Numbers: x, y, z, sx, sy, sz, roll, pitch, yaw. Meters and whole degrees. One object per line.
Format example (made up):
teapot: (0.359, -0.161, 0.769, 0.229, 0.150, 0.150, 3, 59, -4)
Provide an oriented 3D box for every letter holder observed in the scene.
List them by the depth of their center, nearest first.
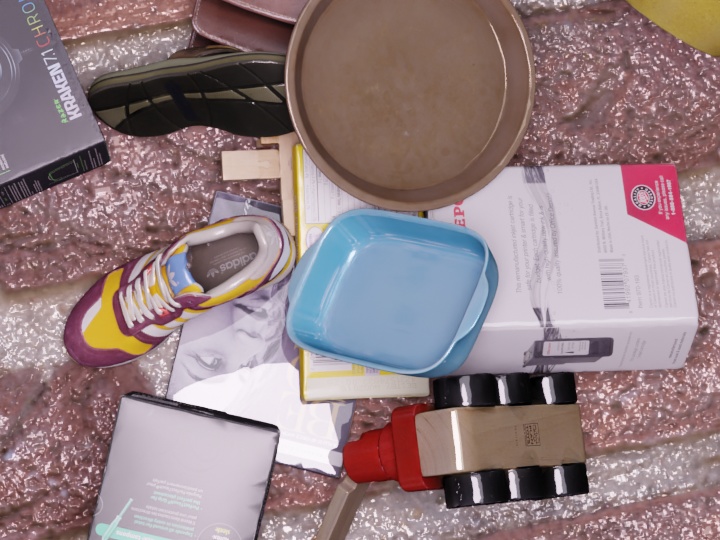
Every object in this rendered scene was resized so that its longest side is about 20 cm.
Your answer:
letter holder: (-0.032, -0.197, 1.752, 0.199, 0.101, 0.143, 13, 83, -2)

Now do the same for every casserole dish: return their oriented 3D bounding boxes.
casserole dish: (0.027, 0.021, 1.655, 0.039, 0.200, 0.121, 35, 73, -43)

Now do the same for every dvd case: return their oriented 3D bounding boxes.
dvd case: (-0.066, 0.050, 1.757, 0.148, 0.016, 0.201, 14, 82, -3)

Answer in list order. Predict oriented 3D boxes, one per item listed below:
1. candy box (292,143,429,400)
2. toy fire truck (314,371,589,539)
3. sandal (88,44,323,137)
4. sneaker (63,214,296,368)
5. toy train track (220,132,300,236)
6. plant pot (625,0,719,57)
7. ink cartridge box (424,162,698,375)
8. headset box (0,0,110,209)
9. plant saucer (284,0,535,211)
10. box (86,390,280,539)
candy box: (0.000, 0.000, 1.739, 0.102, 0.026, 0.201, -1, 89, -14)
toy fire truck: (0.055, 0.155, 1.700, 0.200, 0.176, 0.129, -12, 82, 36)
sandal: (-0.118, -0.148, 1.730, 0.200, 0.080, 0.057, 1, 47, 21)
sneaker: (-0.148, 0.011, 1.703, 0.200, 0.090, 0.075, -30, 80, 7)
toy train track: (-0.014, -0.085, 1.771, 0.199, 0.033, 0.115, -2, 86, -11)
plant pot: (0.283, -0.254, 1.751, 0.200, 0.200, 0.142, 33, 108, 1)
ink cartridge box: (0.150, -0.001, 1.725, 0.199, 0.083, 0.146, -1, 61, -3)
headset box: (-0.320, -0.131, 1.725, 0.200, 0.093, 0.175, -23, 84, -6)
plant saucer: (0.036, -0.145, 1.686, 0.199, 0.029, 0.201, 0, 92, -17)
box: (-0.140, 0.201, 1.657, 0.124, 0.149, 0.201, 13, 87, -2)
